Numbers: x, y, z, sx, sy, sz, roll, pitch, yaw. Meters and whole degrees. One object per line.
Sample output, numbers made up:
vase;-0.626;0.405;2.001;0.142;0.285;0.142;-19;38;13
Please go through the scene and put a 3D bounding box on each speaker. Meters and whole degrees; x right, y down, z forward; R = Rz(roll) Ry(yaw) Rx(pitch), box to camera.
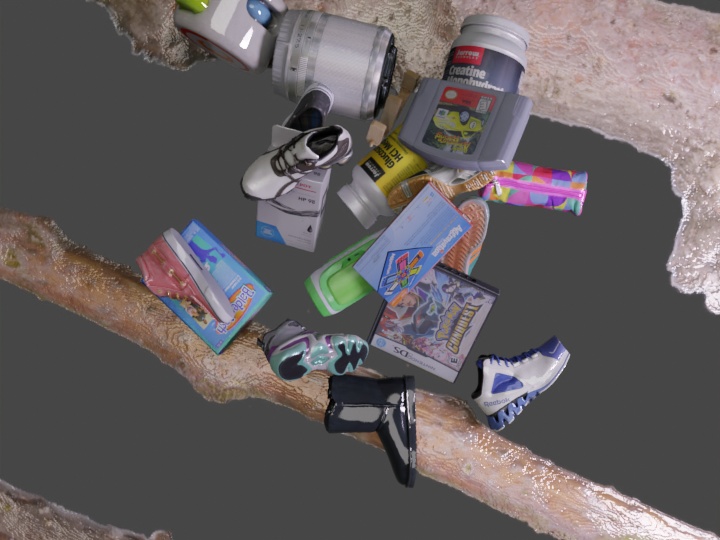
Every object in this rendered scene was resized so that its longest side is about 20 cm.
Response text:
speaker;0.000;0.000;1.270;0.198;0.088;0.090;-31;88;2

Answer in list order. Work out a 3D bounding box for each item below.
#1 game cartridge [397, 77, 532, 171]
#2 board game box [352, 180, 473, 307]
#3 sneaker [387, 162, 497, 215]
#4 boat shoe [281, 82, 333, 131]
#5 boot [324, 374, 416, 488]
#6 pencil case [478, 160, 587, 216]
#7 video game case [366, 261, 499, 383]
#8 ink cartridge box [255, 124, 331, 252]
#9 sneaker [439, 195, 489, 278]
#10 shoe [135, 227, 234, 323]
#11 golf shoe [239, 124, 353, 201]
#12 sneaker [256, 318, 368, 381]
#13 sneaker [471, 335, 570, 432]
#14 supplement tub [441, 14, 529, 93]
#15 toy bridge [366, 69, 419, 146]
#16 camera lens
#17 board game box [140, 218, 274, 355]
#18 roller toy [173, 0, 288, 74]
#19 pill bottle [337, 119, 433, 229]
game cartridge;0.161;-0.231;1.132;0.197;0.041;0.135;18;82;29
board game box;0.085;-0.041;1.182;0.103;0.019;0.200;43;113;0
sneaker;0.139;-0.152;1.192;0.197;0.088;0.077;-22;115;13
boat shoe;-0.103;-0.235;1.227;0.069;0.200;0.067;27;51;-15
boot;0.018;0.285;1.267;0.164;0.076;0.205;-1;83;-1
pencil case;0.302;-0.150;1.257;0.195;0.088;0.091;7;90;2
video game case;0.124;0.083;1.249;0.178;0.026;0.203;24;118;4
ink cartridge box;-0.117;-0.139;1.227;0.113;0.067;0.202;15;134;4
sneaker;0.178;-0.054;1.222;0.070;0.080;0.203;20;130;8
shoe;-0.311;0.030;1.249;0.091;0.071;0.201;-38;82;3
golf shoe;-0.107;-0.180;1.121;0.197;0.095;0.079;-28;81;-4
sneaker;-0.092;0.126;1.271;0.197;0.140;0.079;1;114;-36
sneaker;0.269;0.178;1.256;0.115;0.081;0.200;44;93;0
supplement tub;0.209;-0.323;1.235;0.137;0.140;0.204;16;90;3
toy bridge;0.052;-0.275;1.243;0.027;0.068;0.201;25;49;4
camera lens;-0.042;-0.359;1.238;0.196;0.160;0.164;14;90;3
board game box;-0.281;0.031;1.303;0.200;0.045;0.152;43;91;3
roller toy;-0.221;-0.447;1.238;0.180;0.200;0.142;28;91;-7
pill bottle;0.058;-0.171;1.254;0.199;0.112;0.113;-42;88;1
